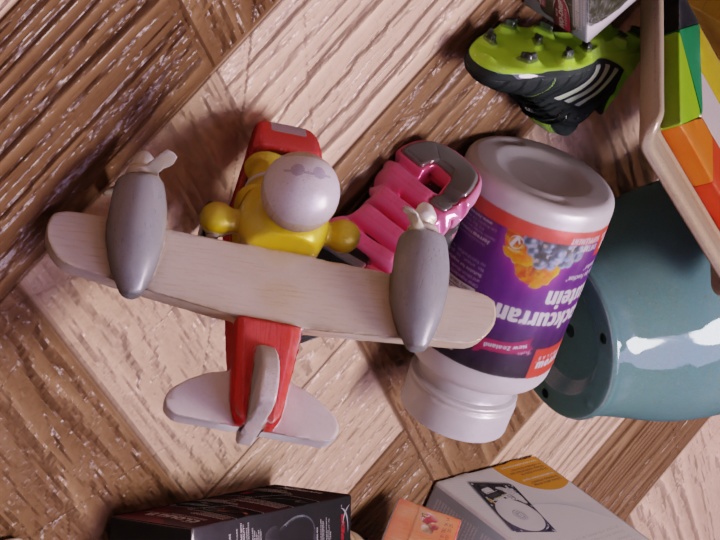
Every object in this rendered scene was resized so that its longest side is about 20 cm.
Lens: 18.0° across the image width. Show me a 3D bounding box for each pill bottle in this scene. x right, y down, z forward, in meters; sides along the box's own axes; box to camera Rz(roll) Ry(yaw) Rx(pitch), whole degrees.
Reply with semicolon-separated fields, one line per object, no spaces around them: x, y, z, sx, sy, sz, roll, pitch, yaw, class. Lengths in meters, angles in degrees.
0.096;0.017;1.608;0.111;0.111;0.201;-16;133;-49;pill bottle

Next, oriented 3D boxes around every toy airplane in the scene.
-0.049;-0.001;1.282;0.199;0.199;0.142;-27;151;-38;toy airplane

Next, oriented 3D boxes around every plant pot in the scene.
0.224;0.028;1.746;0.187;0.200;0.201;-13;133;-31;plant pot

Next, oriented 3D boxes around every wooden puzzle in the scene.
0.239;-0.110;1.623;0.200;0.037;0.186;57;30;-46;wooden puzzle

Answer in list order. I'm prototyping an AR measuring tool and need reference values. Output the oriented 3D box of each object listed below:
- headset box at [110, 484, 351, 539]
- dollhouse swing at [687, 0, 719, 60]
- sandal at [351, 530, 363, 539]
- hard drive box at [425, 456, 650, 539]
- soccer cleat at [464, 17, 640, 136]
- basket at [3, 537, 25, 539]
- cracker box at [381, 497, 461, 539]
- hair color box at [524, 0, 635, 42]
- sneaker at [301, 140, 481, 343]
-0.092;0.231;1.530;0.199;0.075;0.150;-5;97;-55;headset box
0.357;-0.191;1.691;0.175;0.200;0.183;10;112;-58;dollhouse swing
-0.068;0.283;1.686;0.069;0.077;0.213;27;86;-47;sandal
0.162;0.245;1.855;0.155;0.200;0.077;-8;127;-54;hard drive box
0.131;-0.129;1.557;0.199;0.067;0.082;-14;131;-54;soccer cleat
-0.231;0.273;1.371;0.135;0.123;0.201;-6;126;-55;basket
0.017;0.295;1.768;0.134;0.057;0.201;-65;172;-50;cracker box
0.194;-0.254;1.526;0.200;0.061;0.099;-41;149;-23;hair color box
0.000;0.000;1.499;0.200;0.079;0.096;-35;157;-30;sneaker
